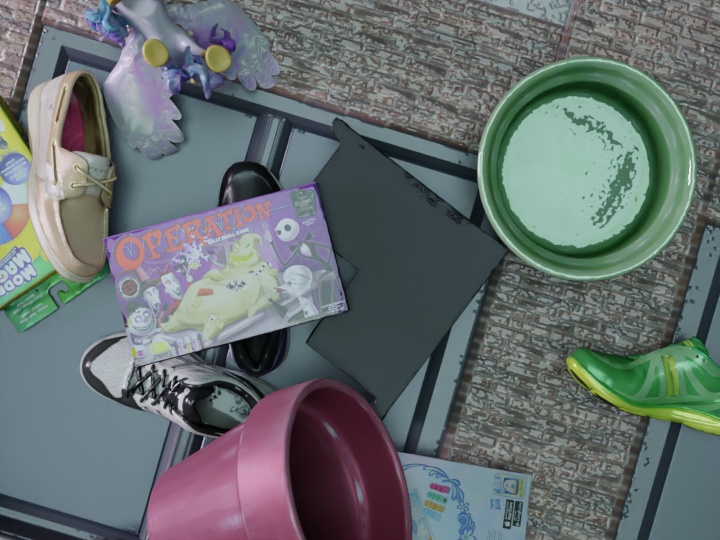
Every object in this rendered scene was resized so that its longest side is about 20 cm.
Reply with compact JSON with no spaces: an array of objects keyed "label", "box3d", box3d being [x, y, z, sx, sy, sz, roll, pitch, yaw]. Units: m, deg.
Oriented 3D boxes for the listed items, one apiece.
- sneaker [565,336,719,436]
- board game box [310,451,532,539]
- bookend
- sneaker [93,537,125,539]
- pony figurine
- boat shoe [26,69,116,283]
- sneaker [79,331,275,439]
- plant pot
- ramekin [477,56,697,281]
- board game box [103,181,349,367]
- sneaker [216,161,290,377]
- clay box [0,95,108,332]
[{"label":"sneaker","box3d":[0.286,0.098,1.474,0.198,0.074,0.084,14,93,-10]},{"label":"board game box","box3d":[0.048,0.273,1.459,0.197,0.043,0.202,11,74,-3]},{"label":"bookend","box3d":[0.000,0.000,1.457,0.198,0.092,0.201,37,92,1]},{"label":"sneaker","box3d":[-0.173,0.286,1.466,0.198,0.082,0.074,-4,89,-2]},{"label":"pony figurine","box3d":[-0.173,-0.209,1.421,0.166,0.200,0.194,-36,107,-6]},{"label":"boat shoe","box3d":[-0.258,-0.091,1.431,0.069,0.073,0.202,-25,69,37]},{"label":"sneaker","box3d":[-0.167,0.107,1.460,0.198,0.088,0.076,15,93,1]},{"label":"plant pot","box3d":[-0.078,0.213,1.369,0.178,0.200,0.202,-19,91,29]},{"label":"ramekin","box3d":[0.203,-0.092,1.453,0.198,0.098,0.202,0,91,0]},{"label":"board game box","box3d":[-0.119,0.004,1.402,0.198,0.032,0.121,-15,86,2]},{"label":"sneaker","box3d":[-0.095,-0.002,1.457,0.075,0.088,0.202,-5,91,0]},{"label":"clay box","box3d":[-0.334,-0.053,1.475,0.114,0.048,0.201,-34,91,0]}]
